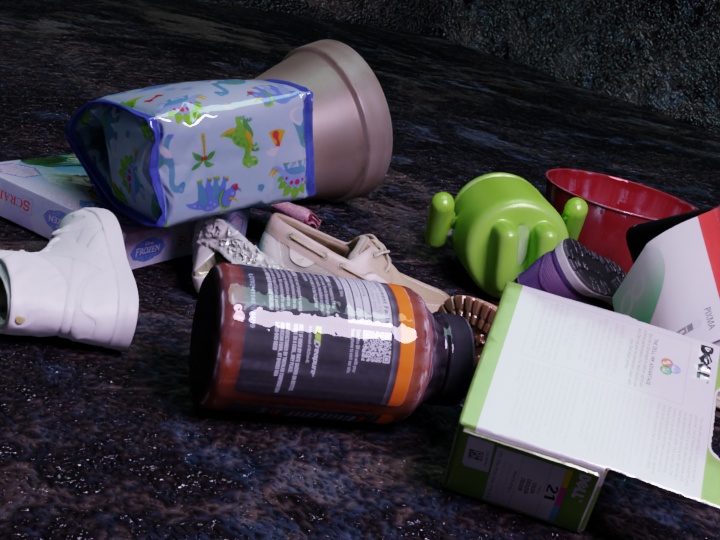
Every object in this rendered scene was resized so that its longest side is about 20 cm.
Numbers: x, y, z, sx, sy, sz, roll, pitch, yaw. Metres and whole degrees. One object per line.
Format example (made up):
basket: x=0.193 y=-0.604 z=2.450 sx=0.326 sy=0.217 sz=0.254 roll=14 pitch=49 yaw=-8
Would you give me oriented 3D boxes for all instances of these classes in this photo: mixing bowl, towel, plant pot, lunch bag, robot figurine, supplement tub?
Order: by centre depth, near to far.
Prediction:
supplement tub: x=-0.019 y=0.057 z=0.808 sx=0.199 sy=0.107 sz=0.107 roll=8 pitch=19 yaw=-19
lunch bag: x=-0.162 y=-0.120 z=1.029 sx=0.170 sy=0.128 sz=0.200 roll=-14 pitch=26 yaw=-33
towel: x=-0.140 y=-0.087 z=1.174 sx=0.199 sy=0.023 sz=0.144 roll=23 pitch=-1 yaw=4
robot figurine: x=0.160 y=-0.040 z=1.211 sx=0.175 sy=0.116 sz=0.200 roll=-1 pitch=19 yaw=-5
plant pot: x=-0.089 y=-0.162 z=1.325 sx=0.173 sy=0.201 sz=0.200 roll=-23 pitch=37 yaw=-34
mixing bowl: x=0.308 y=-0.044 z=1.343 sx=0.199 sy=0.109 sz=0.200 roll=13 pitch=19 yaw=-4

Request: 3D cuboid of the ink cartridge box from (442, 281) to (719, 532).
ink cartridge box: x=0.174 y=0.107 z=0.764 sx=0.199 sy=0.076 sz=0.148 roll=17 pitch=45 yaw=9

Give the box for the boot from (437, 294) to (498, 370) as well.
boot: x=0.154 y=0.085 z=0.921 sx=0.200 sy=0.075 sz=0.107 roll=36 pitch=24 yaw=31

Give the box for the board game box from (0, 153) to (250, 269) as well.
board game box: x=-0.249 y=-0.066 z=1.111 sx=0.199 sy=0.041 sz=0.199 roll=22 pitch=20 yaw=23

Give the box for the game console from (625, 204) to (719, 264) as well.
game console: x=0.385 y=0.013 z=1.122 sx=0.116 sy=0.177 sz=0.200 roll=-19 pitch=0 yaw=-14

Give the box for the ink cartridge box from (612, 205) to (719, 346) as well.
ink cartridge box: x=0.284 y=0.014 z=0.936 sx=0.050 sy=0.200 sz=0.161 roll=14 pitch=40 yaw=-7

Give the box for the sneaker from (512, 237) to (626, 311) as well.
sneaker: x=0.220 y=0.031 z=1.113 sx=0.200 sy=0.087 sz=0.076 roll=28 pitch=38 yaw=-46

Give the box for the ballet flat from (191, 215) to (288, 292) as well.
ballet flat: x=-0.111 y=0.005 z=0.971 sx=0.072 sy=0.072 sz=0.200 roll=-1 pitch=21 yaw=-38

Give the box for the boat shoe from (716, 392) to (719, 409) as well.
boat shoe: x=0.344 y=0.087 z=1.040 sx=0.199 sy=0.069 sz=0.074 roll=21 pitch=20 yaw=24

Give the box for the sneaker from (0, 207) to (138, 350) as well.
sneaker: x=-0.252 y=-0.006 z=0.879 sx=0.115 sy=0.074 sz=0.200 roll=8 pitch=20 yaw=-26

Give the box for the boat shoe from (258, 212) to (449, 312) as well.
boat shoe: x=0.000 y=0.000 z=1.042 sx=0.199 sy=0.065 sz=0.072 roll=18 pitch=16 yaw=-9
